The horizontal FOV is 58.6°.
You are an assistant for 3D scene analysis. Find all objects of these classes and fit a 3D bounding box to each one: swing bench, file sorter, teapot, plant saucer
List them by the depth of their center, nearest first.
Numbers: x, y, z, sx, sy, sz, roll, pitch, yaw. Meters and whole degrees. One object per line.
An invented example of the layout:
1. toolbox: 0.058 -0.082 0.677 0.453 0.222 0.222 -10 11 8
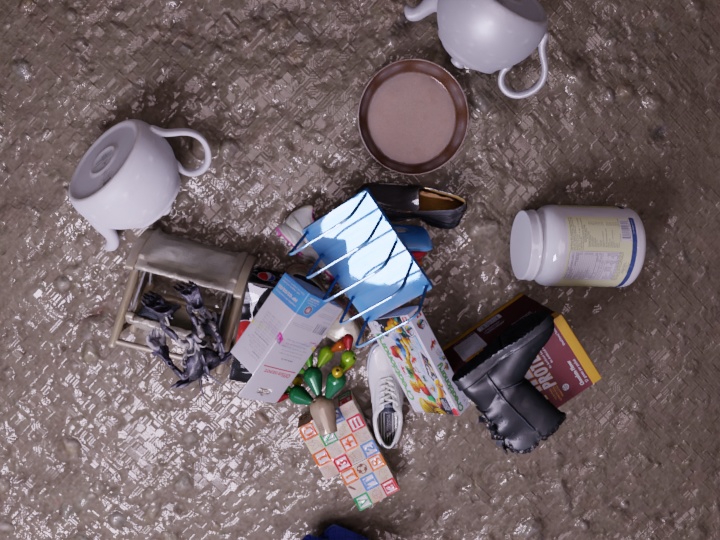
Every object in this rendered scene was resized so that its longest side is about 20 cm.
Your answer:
1. file sorter: 0.000 0.000 1.032 0.138 0.123 0.201 -30 103 23
2. teapot: 0.205 -0.400 1.072 0.196 0.201 0.146 2 140 -33
3. teapot: -0.371 -0.145 1.074 0.146 0.199 0.199 41 58 -43
4. swing bench: -0.302 0.048 1.113 0.197 0.130 0.202 14 97 -4
5. plant saucer: 0.093 -0.272 1.144 0.199 0.034 0.202 0 98 -3

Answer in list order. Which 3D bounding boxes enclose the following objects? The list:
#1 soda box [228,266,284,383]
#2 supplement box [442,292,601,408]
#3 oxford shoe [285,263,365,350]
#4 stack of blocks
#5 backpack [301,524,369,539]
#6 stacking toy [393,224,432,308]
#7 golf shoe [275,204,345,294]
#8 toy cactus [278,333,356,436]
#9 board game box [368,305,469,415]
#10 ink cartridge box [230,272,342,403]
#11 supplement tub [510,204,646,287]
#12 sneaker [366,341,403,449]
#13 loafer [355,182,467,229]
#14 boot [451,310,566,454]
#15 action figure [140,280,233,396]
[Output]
1. soda box: -0.182 0.100 1.134 0.063 0.071 0.201 13 112 -5
2. supplement box: 0.271 0.163 1.132 0.197 0.200 0.133 -35 99 1
3. oxford shoe: -0.066 0.075 1.160 0.071 0.074 0.200 -45 98 3
4. stack of blocks: -0.022 0.345 1.208 0.115 0.059 0.201 -28 99 0
5. backpack: -0.051 0.559 1.168 0.167 0.200 0.163 30 99 2
6. stacking toy: 0.063 0.021 1.160 0.109 0.116 0.202 1 112 -5
7. golf shoe: -0.056 -0.033 1.149 0.200 0.075 0.092 43 78 -15
8. toy cactus: -0.079 0.208 1.138 0.199 0.102 0.166 -24 74 20
9. board game box: 0.099 0.160 1.127 0.035 0.126 0.201 -34 101 -32
10. ink cartridge box: -0.132 0.115 1.059 0.068 0.115 0.201 37 93 32
11. supplement tub: 0.381 -0.043 1.139 0.198 0.145 0.146 1 98 -4
12. sneaker: 0.053 0.232 1.192 0.072 0.071 0.202 -7 97 -3
13. loafer: 0.092 -0.128 1.135 0.198 0.072 0.073 7 69 -9
14. boot: 0.257 0.179 0.995 0.198 0.073 0.163 -40 95 10
15. action figure: -0.270 0.104 1.009 0.118 0.102 0.201 -26 135 -23
